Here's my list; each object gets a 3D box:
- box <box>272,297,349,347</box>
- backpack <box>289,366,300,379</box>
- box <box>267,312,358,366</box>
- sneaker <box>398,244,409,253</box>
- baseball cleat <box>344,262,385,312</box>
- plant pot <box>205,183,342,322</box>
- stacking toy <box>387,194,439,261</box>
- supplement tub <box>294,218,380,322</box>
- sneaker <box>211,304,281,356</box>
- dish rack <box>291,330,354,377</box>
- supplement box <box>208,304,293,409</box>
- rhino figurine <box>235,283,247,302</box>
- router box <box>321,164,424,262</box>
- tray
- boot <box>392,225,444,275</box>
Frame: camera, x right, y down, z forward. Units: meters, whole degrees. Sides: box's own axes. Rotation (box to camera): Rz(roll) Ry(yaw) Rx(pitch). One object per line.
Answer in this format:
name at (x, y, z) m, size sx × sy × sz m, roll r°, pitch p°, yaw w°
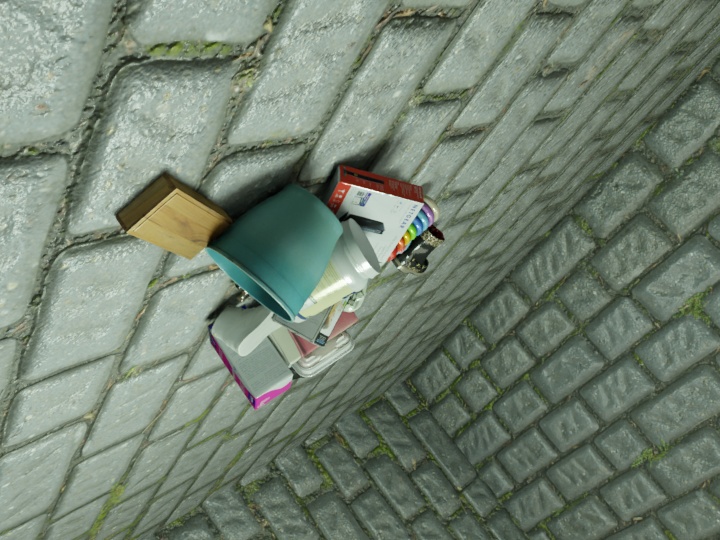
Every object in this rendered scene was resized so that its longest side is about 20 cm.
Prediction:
box at (-0.089, 0.050, 1.506) m, size 0.200 × 0.116 × 0.060 m, roll -63°, pitch 155°, yaw -6°
backpack at (-0.178, 0.214, 1.866) m, size 0.178 × 0.151 × 0.200 m, roll -44°, pitch 171°, yaw 14°
box at (-0.126, 0.134, 1.646) m, size 0.200 × 0.109 × 0.128 m, roll -32°, pitch 177°, yaw -23°
sneaker at (0.061, -0.077, 1.746) m, size 0.200 × 0.079 × 0.096 m, roll -31°, pitch 160°, yaw -25°
baseball cleat at (0.000, 0.000, 1.579) m, size 0.200 × 0.070 × 0.106 m, roll -59°, pitch -167°, yaw -12°
plant pot at (-0.136, -0.042, 1.241) m, size 0.188 × 0.200 × 0.200 m, roll -50°, pitch 166°, yaw -14°
stacking toy at (0.108, -0.095, 1.704) m, size 0.200 × 0.085 × 0.085 m, roll -49°, pitch 169°, yaw -26°
supplement tub at (-0.076, -0.002, 1.382) m, size 0.200 × 0.145 × 0.145 m, roll -29°, pitch 166°, yaw 13°
sneaker at (-0.233, 0.092, 1.534) m, size 0.200 × 0.115 × 0.074 m, roll -40°, pitch 142°, yaw -34°
dish rack at (-0.130, 0.156, 1.755) m, size 0.171 × 0.200 × 0.044 m, roll -31°, pitch 148°, yaw -24°
supplement box at (-0.249, 0.198, 1.586) m, size 0.103 × 0.200 × 0.101 m, roll -32°, pitch 162°, yaw -23°
rhino figurine at (-0.187, 0.018, 1.501) m, size 0.087 × 0.060 × 0.200 m, roll -42°, pitch 165°, yaw 21°
router box at (0.006, -0.110, 1.419) m, size 0.179 × 0.049 × 0.200 m, roll 12°, pitch 140°, yaw -17°
tray at (-0.282, -0.078, 1.090) m, size 0.099 × 0.037 × 0.200 m, roll -40°, pitch 164°, yaw 4°
boot at (0.189, -0.060, 2.080) m, size 0.151 × 0.073 × 0.200 m, roll -46°, pitch 157°, yaw 21°
